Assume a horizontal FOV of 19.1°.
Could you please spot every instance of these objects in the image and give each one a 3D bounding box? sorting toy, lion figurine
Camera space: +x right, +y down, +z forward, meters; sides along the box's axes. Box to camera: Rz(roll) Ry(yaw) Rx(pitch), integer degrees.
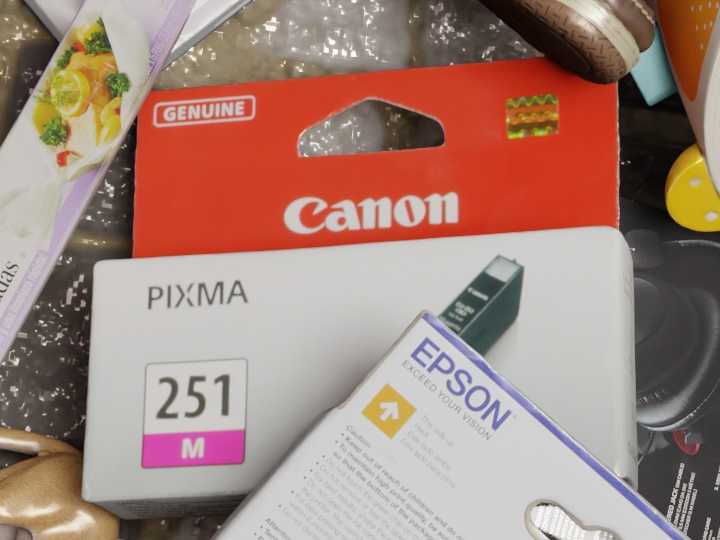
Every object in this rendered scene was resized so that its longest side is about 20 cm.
[{"bbox_3d":[0.166,-0.095,0.847,0.199,0.107,0.180,18,32,-31],"label":"sorting toy"},{"bbox_3d":[-0.113,0.128,0.799,0.122,0.072,0.201,-6,77,-19],"label":"lion figurine"}]

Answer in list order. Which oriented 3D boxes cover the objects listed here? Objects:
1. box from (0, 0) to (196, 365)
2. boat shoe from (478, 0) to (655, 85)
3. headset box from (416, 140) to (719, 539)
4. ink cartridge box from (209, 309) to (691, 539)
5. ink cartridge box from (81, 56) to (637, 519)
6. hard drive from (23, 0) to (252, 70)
[{"bbox_3d":[-0.123,-0.026,0.803,0.039,0.041,0.201,28,70,-5],"label":"box"},{"bbox_3d":[0.058,-0.145,0.821,0.075,0.202,0.075,-46,134,3],"label":"boat shoe"},{"bbox_3d":[0.082,0.047,0.848,0.199,0.075,0.149,17,76,-8],"label":"headset box"},{"bbox_3d":[0.030,0.148,0.730,0.196,0.043,0.200,41,96,-3],"label":"ink cartridge box"},{"bbox_3d":[0.000,0.000,0.790,0.199,0.044,0.175,-4,73,13],"label":"ink cartridge box"},{"bbox_3d":[-0.114,-0.185,0.879,0.132,0.025,0.200,-39,89,-15],"label":"hard drive"}]
